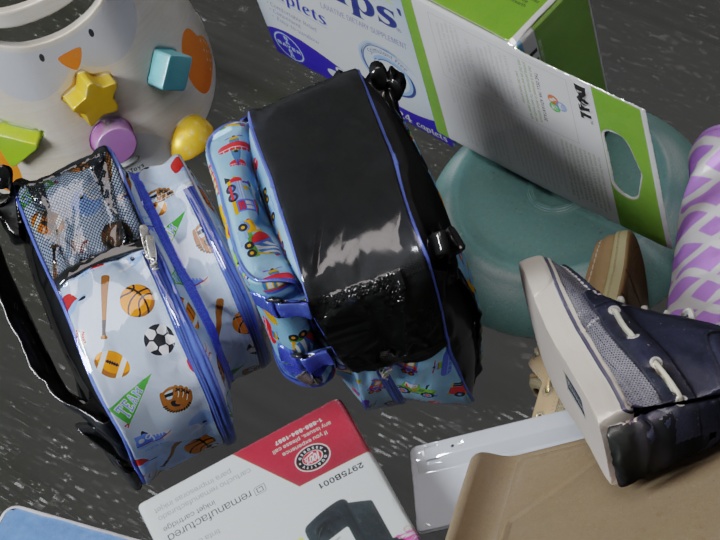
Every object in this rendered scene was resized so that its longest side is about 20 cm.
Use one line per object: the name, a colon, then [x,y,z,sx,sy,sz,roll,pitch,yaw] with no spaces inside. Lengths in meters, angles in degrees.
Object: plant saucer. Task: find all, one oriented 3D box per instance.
plant saucer: [0.134,-0.046,1.614,0.199,0.036,0.201,-8,53,10]

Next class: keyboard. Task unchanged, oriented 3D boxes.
keyboard: [0.122,0.111,1.449,0.199,0.011,0.057,-15,68,21]

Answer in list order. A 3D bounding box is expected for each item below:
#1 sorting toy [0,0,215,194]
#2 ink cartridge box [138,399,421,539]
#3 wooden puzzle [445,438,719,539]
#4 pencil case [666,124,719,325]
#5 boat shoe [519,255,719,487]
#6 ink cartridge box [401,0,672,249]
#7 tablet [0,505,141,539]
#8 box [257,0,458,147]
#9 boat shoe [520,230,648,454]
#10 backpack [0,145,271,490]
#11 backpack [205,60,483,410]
sorting toy: [-0.201,-0.144,1.694,0.199,0.180,0.107,-28,51,-5]
ink cartridge box: [-0.024,0.199,1.446,0.145,0.083,0.200,-28,51,-5]
wooden puzzle: [0.146,0.144,1.349,0.199,0.037,0.185,-12,26,20]
pencil case: [0.234,0.002,1.517,0.083,0.086,0.201,0,53,13]
boat shoe: [0.160,0.047,1.411,0.092,0.075,0.200,-18,36,-4]
ink cartridge box: [0.132,-0.118,1.552,0.200,0.148,0.076,30,66,32]
tablet: [-0.213,0.244,1.513,0.130,0.014,0.201,12,58,25]
box: [0.010,-0.213,1.670,0.184,0.200,0.105,30,67,33]
boat shoe: [0.134,0.064,1.504,0.064,0.071,0.201,2,60,24]
backpack: [-0.140,0.034,1.552,0.153,0.200,0.191,-20,64,3]
backpack: [0.000,0.000,1.513,0.134,0.200,0.183,-20,52,2]
